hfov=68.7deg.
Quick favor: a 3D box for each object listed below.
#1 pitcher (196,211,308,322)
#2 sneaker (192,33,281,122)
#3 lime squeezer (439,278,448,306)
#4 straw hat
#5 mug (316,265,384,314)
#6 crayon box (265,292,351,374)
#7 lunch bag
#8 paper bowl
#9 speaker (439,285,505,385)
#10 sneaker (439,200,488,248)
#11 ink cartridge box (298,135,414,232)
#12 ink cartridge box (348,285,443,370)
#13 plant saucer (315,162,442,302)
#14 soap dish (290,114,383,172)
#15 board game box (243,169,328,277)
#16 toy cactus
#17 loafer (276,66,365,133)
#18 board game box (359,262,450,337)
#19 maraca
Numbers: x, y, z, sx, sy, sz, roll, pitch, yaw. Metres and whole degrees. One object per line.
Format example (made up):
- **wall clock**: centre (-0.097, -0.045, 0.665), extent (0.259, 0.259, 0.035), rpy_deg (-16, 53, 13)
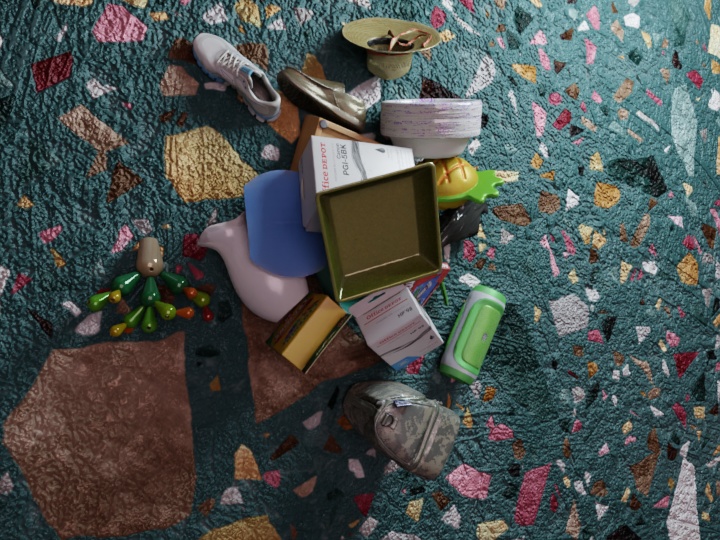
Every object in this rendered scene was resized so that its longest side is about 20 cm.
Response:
- **pitcher**: centre (-0.172, -0.023, 0.968), extent (0.200, 0.121, 0.171), rpy_deg (49, 60, -1)
- **sneaker**: centre (-0.219, -0.365, 0.967), extent (0.199, 0.087, 0.075), rpy_deg (39, 78, -14)
- **lime squeezer**: centre (0.141, 0.017, 1.052), extent (0.199, 0.037, 0.072), rpy_deg (25, 76, -48)
- **straw hat**: centre (0.059, -0.437, 1.070), extent (0.198, 0.202, 0.086), rpy_deg (-16, 137, -20)
- **mug**: centre (-0.009, 0.001, 1.016), extent (0.151, 0.114, 0.187), rpy_deg (-28, 138, -21)
- **crayon box**: centre (-0.097, 0.104, 0.938), extent (0.051, 0.200, 0.127), rpy_deg (42, 76, -15)
- **lunch bag**: centre (0.066, 0.285, 0.998), extent (0.166, 0.200, 0.141), rpy_deg (29, 79, -19)
- **paper bowl**: centre (0.137, -0.282, 1.042), extent (0.198, 0.201, 0.106), rpy_deg (-9, 113, -20)
- **speaker**: centre (0.241, 0.137, 1.129), extent (0.088, 0.088, 0.202), rpy_deg (28, 79, -17)
- **sneaker**: centre (0.209, -0.093, 1.132), extent (0.200, 0.076, 0.091), rpy_deg (-48, 112, -12)
- **ink cartridge box**: centre (-0.002, -0.146, 0.935), extent (0.197, 0.083, 0.149), rpy_deg (2, 67, -21)
- **ink cartridge box**: centre (0.070, 0.108, 0.996), extent (0.115, 0.067, 0.200), rpy_deg (-32, 145, 7)
- **plant saucer**: centre (0.031, -0.067, 0.868), extent (0.197, 0.048, 0.202), rpy_deg (-16, 121, -11)
- **soap dish**: centre (-0.032, -0.200, 1.035), extent (0.197, 0.081, 0.160), rpy_deg (18, 82, -20)
- **board game box**: centre (-0.127, -0.079, 0.939), extent (0.156, 0.039, 0.203), rpy_deg (-3, 73, -22)
- **toy cactus**: centre (-0.360, 0.029, 0.914), extent (0.197, 0.102, 0.168), rpy_deg (-3, 71, -18)
- **loafer**: centre (-0.071, -0.341, 1.032), extent (0.198, 0.076, 0.068), rpy_deg (27, 79, -28)
- **board game box**: centre (0.083, 0.059, 1.020), extent (0.102, 0.201, 0.020), rpy_deg (2, 45, -33)
- **maraca**: centre (0.189, -0.179, 1.076), extent (0.108, 0.197, 0.138), rpy_deg (78, 32, -43)
